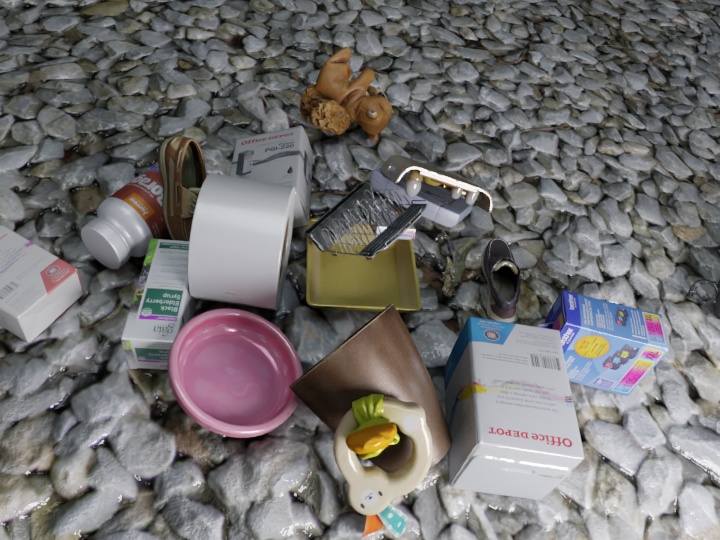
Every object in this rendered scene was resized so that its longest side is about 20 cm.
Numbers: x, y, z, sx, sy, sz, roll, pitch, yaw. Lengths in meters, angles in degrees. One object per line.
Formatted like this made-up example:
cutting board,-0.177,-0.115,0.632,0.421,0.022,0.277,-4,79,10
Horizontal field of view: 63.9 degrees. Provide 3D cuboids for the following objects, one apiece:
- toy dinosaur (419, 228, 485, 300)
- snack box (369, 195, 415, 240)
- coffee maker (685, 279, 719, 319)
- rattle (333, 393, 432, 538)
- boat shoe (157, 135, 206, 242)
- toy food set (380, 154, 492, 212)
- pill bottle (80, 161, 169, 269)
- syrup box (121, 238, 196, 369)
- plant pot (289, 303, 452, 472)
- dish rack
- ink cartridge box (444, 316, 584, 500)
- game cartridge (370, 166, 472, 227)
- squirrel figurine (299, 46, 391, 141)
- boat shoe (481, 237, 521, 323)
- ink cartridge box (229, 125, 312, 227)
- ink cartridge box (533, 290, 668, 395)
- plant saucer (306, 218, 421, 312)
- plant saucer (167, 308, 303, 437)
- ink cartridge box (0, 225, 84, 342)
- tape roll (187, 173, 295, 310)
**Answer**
toy dinosaur,0.168,-0.024,1.091,0.088,0.048,0.201,35,50,0
snack box,0.049,-0.104,1.092,0.070,0.025,0.201,3,23,-9
coffee maker,0.779,0.018,1.117,0.191,0.136,0.199,38,52,22
rattle,0.025,0.262,0.680,0.128,0.204,0.143,9,9,-13
boat shoe,-0.287,-0.124,0.967,0.073,0.204,0.075,-1,14,38
toy food set,0.144,-0.162,1.115,0.197,0.061,0.144,17,15,-15
pill bottle,-0.376,-0.097,0.999,0.111,0.113,0.201,27,50,12
syrup box,-0.306,0.051,0.907,0.077,0.082,0.202,4,48,-6
plant pot,0.032,0.184,0.806,0.186,0.187,0.201,-35,86,-34
dish rack,0.011,-0.083,0.958,0.153,0.055,0.199,-44,26,-20
ink cartridge box,0.210,0.200,0.837,0.144,0.147,0.202,9,48,-4
game cartridge,0.121,-0.153,1.168,0.198,0.042,0.133,30,32,15
squirrel figurine,-0.032,-0.368,1.310,0.199,0.142,0.187,-38,74,-19
boat shoe,0.266,0.007,1.068,0.071,0.065,0.202,11,48,1
ink cartridge box,-0.170,-0.174,1.100,0.143,0.086,0.202,-9,47,8
ink cartridge box,0.371,0.117,0.947,0.196,0.138,0.077,15,45,2
plant saucer,0.000,0.000,1.034,0.196,0.049,0.202,3,49,-8
plant saucer,-0.182,0.151,0.838,0.198,0.051,0.203,20,43,-19
ink cartridge box,-0.555,0.009,0.902,0.198,0.068,0.117,28,50,11
tape roll,-0.187,-0.045,0.933,0.136,0.204,0.205,9,48,-4
